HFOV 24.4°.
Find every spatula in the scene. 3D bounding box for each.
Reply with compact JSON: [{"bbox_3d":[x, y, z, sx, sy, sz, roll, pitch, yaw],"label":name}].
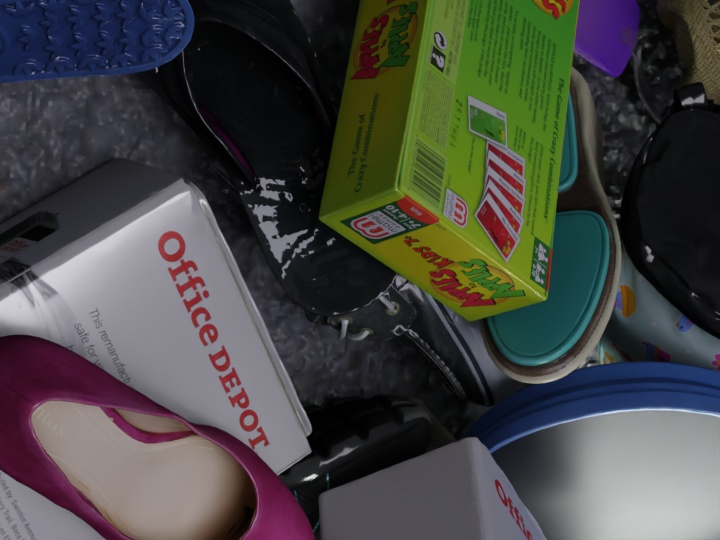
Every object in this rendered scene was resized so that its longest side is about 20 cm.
[{"bbox_3d":[0.159,-0.094,0.894,0.200,0.021,0.057,43,54,-34],"label":"spatula"}]

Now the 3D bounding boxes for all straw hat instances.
[{"bbox_3d":[0.201,-0.127,0.866,0.085,0.201,0.201,-17,115,17],"label":"straw hat"}]

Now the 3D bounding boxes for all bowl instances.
[{"bbox_3d":[0.133,0.121,0.813,0.201,0.039,0.201,1,133,2],"label":"bowl"}]

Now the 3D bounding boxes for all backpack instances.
[{"bbox_3d":[0.194,0.016,0.847,0.127,0.167,0.200,-48,163,-11],"label":"backpack"}]

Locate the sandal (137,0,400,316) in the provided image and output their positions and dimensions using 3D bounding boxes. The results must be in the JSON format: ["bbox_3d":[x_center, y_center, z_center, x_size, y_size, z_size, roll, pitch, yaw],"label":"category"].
[{"bbox_3d":[-0.044,-0.073,0.727,0.075,0.048,0.200,-33,91,-4],"label":"sandal"}]

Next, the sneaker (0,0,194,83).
[{"bbox_3d":[-0.168,-0.120,0.679,0.200,0.078,0.070,-1,137,-11],"label":"sneaker"}]

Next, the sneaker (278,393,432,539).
[{"bbox_3d":[-0.049,0.128,0.792,0.200,0.075,0.079,-29,106,-11],"label":"sneaker"}]

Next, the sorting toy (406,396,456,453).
[{"bbox_3d":[0.024,0.194,0.870,0.185,0.036,0.200,-47,119,-14],"label":"sorting toy"}]

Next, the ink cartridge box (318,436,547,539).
[{"bbox_3d":[0.052,0.196,0.716,0.084,0.200,0.145,-22,130,14],"label":"ink cartridge box"}]

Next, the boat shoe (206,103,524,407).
[{"bbox_3d":[0.000,0.000,0.804,0.071,0.072,0.200,-42,107,-7],"label":"boat shoe"}]

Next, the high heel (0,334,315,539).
[{"bbox_3d":[-0.076,0.084,0.656,0.200,0.096,0.067,43,78,-31],"label":"high heel"}]

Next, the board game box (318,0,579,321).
[{"bbox_3d":[0.047,-0.090,0.758,0.102,0.048,0.200,34,53,-36],"label":"board game box"}]

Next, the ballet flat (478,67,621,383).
[{"bbox_3d":[0.095,-0.017,0.808,0.069,0.069,0.200,34,45,-31],"label":"ballet flat"}]

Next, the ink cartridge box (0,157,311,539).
[{"bbox_3d":[-0.141,0.063,0.719,0.200,0.083,0.147,-32,115,-21],"label":"ink cartridge box"}]
